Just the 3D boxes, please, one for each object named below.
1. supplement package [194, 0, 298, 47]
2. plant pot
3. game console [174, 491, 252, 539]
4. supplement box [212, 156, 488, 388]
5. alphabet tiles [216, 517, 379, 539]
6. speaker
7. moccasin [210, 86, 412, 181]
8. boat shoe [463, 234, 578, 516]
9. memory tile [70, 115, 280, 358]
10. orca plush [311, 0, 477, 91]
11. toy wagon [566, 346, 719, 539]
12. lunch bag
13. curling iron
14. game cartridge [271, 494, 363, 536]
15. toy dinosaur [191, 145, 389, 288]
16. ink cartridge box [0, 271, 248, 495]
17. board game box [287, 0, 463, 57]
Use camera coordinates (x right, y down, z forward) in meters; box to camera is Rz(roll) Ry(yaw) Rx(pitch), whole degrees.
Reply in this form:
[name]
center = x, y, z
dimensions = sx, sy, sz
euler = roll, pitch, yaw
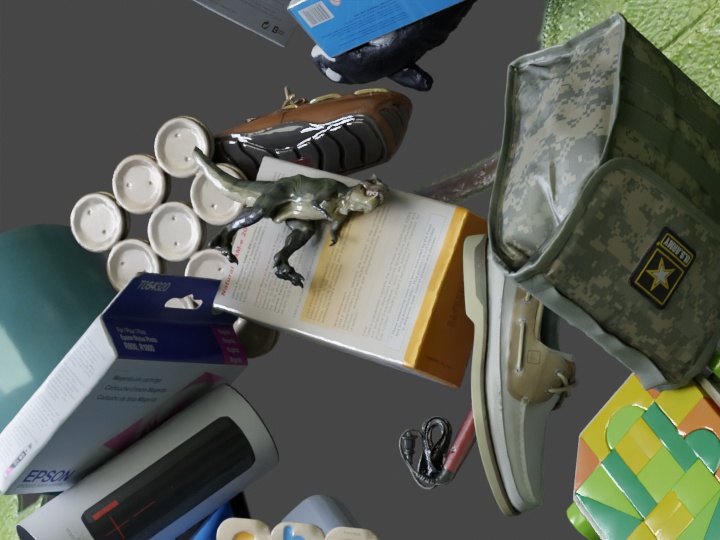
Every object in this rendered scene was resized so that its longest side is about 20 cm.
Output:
[supplement package]
center = -0.082, -0.316, 1.918
dimensions = 0.200, 0.120, 0.121
euler = -58, 42, 9
[plant pot]
center = -0.258, 0.088, 1.877
dimensions = 0.201, 0.201, 0.161
euler = -53, 55, 15
[game console]
center = -0.171, 0.244, 1.731
dimensions = 0.200, 0.171, 0.118
euler = -116, 32, -65
[supplement box]
center = 0.000, 0.000, 1.710
dimensions = 0.200, 0.074, 0.126
euler = 17, 85, 36
[alphabet tiles]
center = -0.052, 0.278, 1.615
dimensions = 0.200, 0.015, 0.196
euler = 3, 85, 12
[speaker]
center = -0.165, 0.174, 1.746
dimensions = 0.200, 0.081, 0.081
euler = -34, 38, -20
[moccasin]
center = -0.048, -0.107, 1.830
dimensions = 0.201, 0.074, 0.078
euler = -19, 20, 35
[boat shoe]
center = 0.116, 0.070, 1.583
dimensions = 0.068, 0.075, 0.200
euler = -7, 84, 14
[memory tile]
center = -0.132, -0.013, 1.835
dimensions = 0.153, 0.017, 0.200
euler = -41, 80, 20
[orca plush]
center = 0.048, -0.181, 1.791
dimensions = 0.200, 0.071, 0.105
euler = -25, 12, 29
[toy wagon]
center = 0.219, 0.150, 1.473
dimensions = 0.155, 0.040, 0.200
euler = -52, 44, 17
[lunch bag]
center = 0.173, -0.038, 1.480
dimensions = 0.118, 0.164, 0.200
euler = -22, 45, 39
[curling iron]
center = 0.091, 0.070, 1.639
dimensions = 0.050, 0.026, 0.200
euler = 33, 94, 12
[game cartridge]
center = -0.063, 0.269, 1.690
dimensions = 0.200, 0.040, 0.133
euler = -54, 30, 7
[toy dinosaur]
center = -0.062, -0.040, 1.691
dimensions = 0.200, 0.047, 0.088
euler = 10, 66, 36
[ink cartridge box]
center = -0.171, 0.090, 1.740
dimensions = 0.200, 0.196, 0.043
euler = -48, 68, 17
[board game box]
center = 0.062, -0.273, 1.741
dimensions = 0.200, 0.056, 0.196
euler = -19, 33, 40
